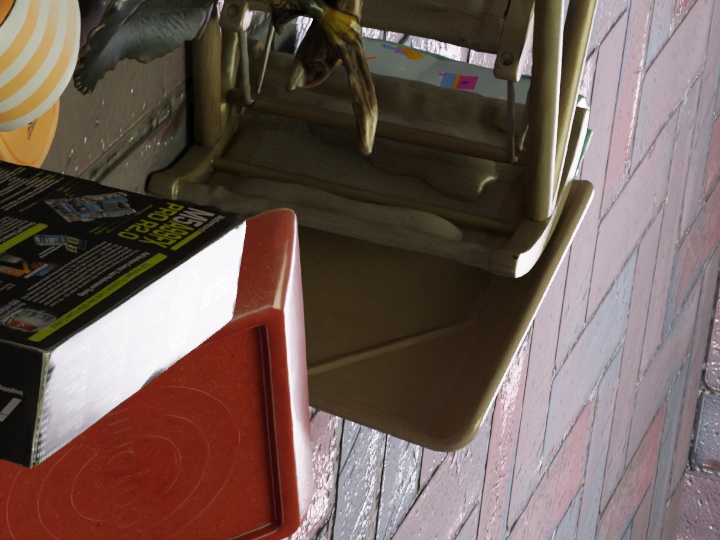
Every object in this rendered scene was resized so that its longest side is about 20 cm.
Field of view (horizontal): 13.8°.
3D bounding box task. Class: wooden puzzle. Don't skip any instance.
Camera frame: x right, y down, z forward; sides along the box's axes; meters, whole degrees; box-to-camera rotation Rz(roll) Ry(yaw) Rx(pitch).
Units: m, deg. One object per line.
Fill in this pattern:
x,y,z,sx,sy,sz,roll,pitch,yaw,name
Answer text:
0.000,0.000,1.545,0.037,0.200,0.185,83,29,-50,wooden puzzle

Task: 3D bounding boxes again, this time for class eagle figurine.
-0.065,-0.154,1.348,0.200,0.152,0.151,12,125,-46,eagle figurine

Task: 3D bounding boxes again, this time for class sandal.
-0.140,-0.092,1.233,0.207,0.059,0.079,61,44,-69,sandal

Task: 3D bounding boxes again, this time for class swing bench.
0.014,-0.120,1.514,0.130,0.198,0.200,-44,145,-63,swing bench

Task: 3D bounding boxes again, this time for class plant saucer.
-0.108,0.082,1.301,0.200,0.200,0.037,87,-23,-47,plant saucer

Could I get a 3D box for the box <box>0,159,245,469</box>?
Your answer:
-0.150,0.005,1.086,0.200,0.160,0.044,-40,142,-68,box

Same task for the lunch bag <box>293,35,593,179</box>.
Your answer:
0.023,-0.041,1.672,0.122,0.170,0.200,82,28,-52,lunch bag
